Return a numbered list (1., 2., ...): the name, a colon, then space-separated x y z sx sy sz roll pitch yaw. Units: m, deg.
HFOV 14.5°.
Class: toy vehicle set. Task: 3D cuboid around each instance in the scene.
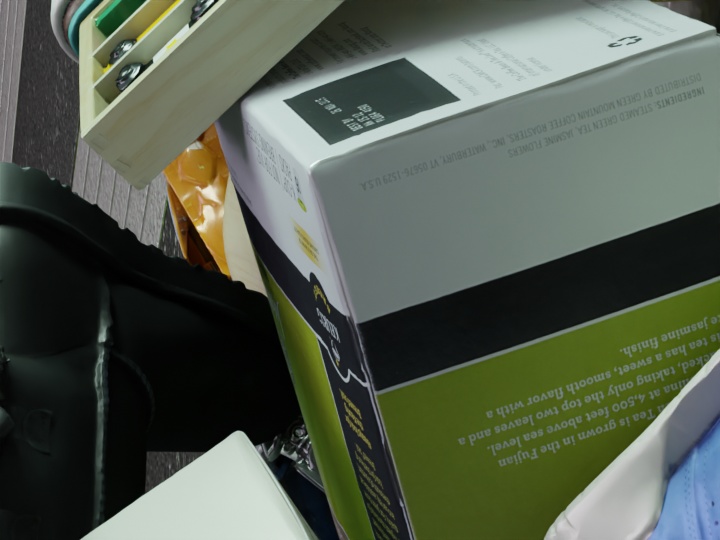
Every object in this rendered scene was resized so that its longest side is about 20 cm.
1. toy vehicle set: -0.013 -0.121 0.924 0.200 0.027 0.124 -43 20 10

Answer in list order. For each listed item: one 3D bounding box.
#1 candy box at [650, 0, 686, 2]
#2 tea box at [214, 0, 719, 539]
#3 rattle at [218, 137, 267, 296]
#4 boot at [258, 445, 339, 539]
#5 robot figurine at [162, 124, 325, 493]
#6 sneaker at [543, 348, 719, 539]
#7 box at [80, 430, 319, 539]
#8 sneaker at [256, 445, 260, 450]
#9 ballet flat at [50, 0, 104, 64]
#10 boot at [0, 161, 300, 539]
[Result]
1. candy box: 0.091 -0.191 0.962 0.200 0.055 0.116 -108 19 -51
2. tea box: 0.047 0.017 0.913 0.200 0.133 0.198 -131 25 -70
3. rattle: 0.013 -0.048 1.133 0.200 0.142 0.131 54 130 52
4. boot: -0.005 0.053 1.221 0.073 0.095 0.201 -15 98 51
5. robot figurine: 0.000 0.000 1.174 0.201 0.145 0.058 58 -179 16
6. sneaker: 0.142 0.050 0.750 0.111 0.077 0.200 46 119 15
7. box: -0.007 0.153 0.904 0.200 0.068 0.082 57 178 -34
8. sneaker: -0.018 0.050 1.348 0.200 0.074 0.085 -36 -46 -78
9. ballet flat: -0.035 -0.149 1.028 0.070 0.200 0.070 50 -165 -19
10. boot: -0.086 0.071 0.952 0.198 0.073 0.163 35 -133 -48
